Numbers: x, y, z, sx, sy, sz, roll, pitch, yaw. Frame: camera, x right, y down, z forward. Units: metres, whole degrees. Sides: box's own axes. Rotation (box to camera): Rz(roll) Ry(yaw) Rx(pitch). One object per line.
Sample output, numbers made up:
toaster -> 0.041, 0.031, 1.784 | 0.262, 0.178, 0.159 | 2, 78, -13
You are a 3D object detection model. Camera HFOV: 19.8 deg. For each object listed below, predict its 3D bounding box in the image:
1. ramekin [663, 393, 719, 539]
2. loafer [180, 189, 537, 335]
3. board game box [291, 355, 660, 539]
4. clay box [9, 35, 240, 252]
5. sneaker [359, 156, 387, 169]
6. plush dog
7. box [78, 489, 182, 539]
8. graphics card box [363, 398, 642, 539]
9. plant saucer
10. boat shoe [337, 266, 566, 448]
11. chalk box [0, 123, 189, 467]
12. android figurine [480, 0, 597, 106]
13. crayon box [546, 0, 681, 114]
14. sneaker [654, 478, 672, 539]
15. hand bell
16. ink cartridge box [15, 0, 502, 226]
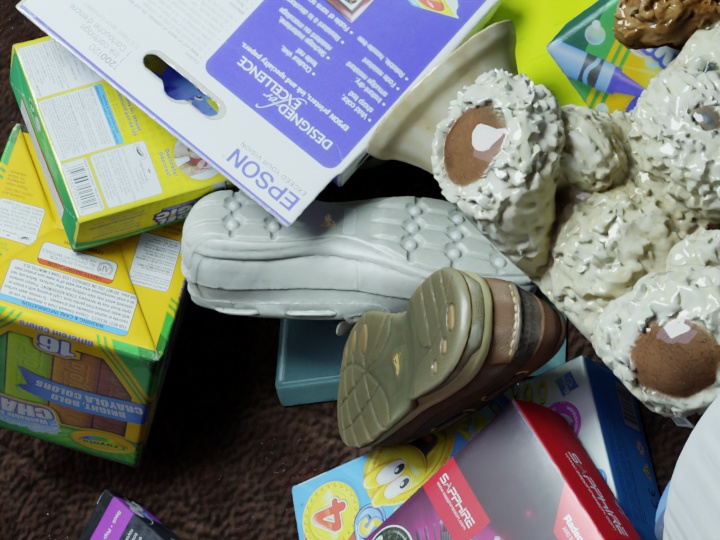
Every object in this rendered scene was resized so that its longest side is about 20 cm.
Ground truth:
ramekin -> 0.224, 0.107, 0.897 | 0.203, 0.202, 0.094 | -50, 39, 11
loafer -> 0.000, 0.000, 1.136 | 0.198, 0.070, 0.070 | 7, 40, 5
board game box -> 0.069, 0.175, 1.075 | 0.195, 0.056, 0.202 | -27, 58, 27
clay box -> -0.086, -0.094, 1.169 | 0.048, 0.198, 0.116 | 119, 132, -63
sneaker -> -0.016, -0.166, 1.241 | 0.074, 0.106, 0.202 | -14, 64, 33
plush dog -> 0.159, -0.038, 0.977 | 0.172, 0.160, 0.200 | -45, 64, 6
box -> -0.120, 0.241, 1.210 | 0.200, 0.036, 0.144 | 33, 95, 42
graphics card box -> 0.048, 0.176, 1.021 | 0.200, 0.051, 0.126 | -44, 52, 17
plant saucer -> 0.030, 0.033, 1.186 | 0.199, 0.019, 0.071 | -10, 67, 36
boat shoe -> 0.041, 0.052, 1.065 | 0.200, 0.067, 0.073 | 143, 131, -64
chalk box -> -0.170, 0.029, 1.233 | 0.123, 0.200, 0.125 | 15, 59, -2
android figurine -> 0.122, -0.122, 1.162 | 0.199, 0.041, 0.184 | -20, 62, 33
crayon box -> 0.209, -0.122, 1.032 | 0.199, 0.052, 0.126 | -35, 96, 27
sneaker -> 0.211, 0.057, 1.005 | 0.200, 0.074, 0.082 | -48, 45, 6
hand bell -> 0.106, -0.024, 1.087 | 0.104, 0.104, 0.200 | -43, 81, 16
ink cartridge box -> -0.054, -0.144, 1.145 | 0.198, 0.043, 0.200 | 39, 67, 8
